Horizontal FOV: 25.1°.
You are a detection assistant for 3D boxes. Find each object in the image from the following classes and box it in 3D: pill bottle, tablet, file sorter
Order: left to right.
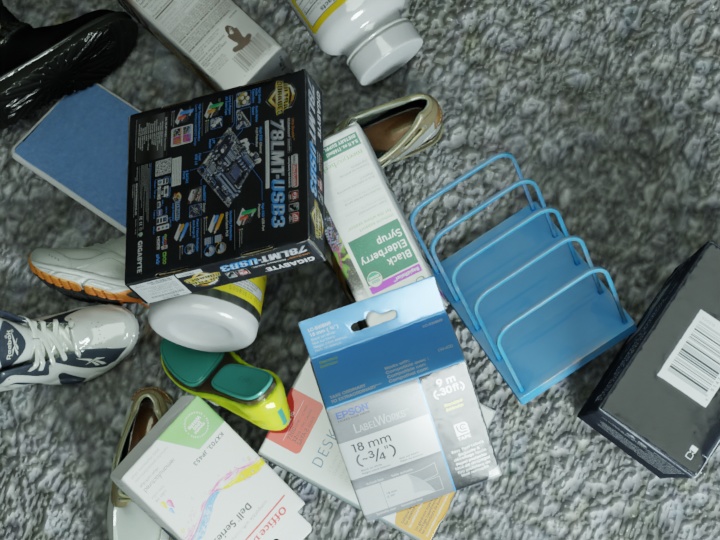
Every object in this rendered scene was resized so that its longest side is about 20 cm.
[{"bbox_3d":[-0.260,-0.117,1.730,0.199,0.014,0.130,33,64,13],"label":"tablet"},{"bbox_3d":[-0.145,-0.028,1.647,0.112,0.113,0.201,7,66,4],"label":"pill bottle"},{"bbox_3d":[-0.022,-0.301,1.722,0.111,0.111,0.201,-33,82,-2],"label":"pill bottle"},{"bbox_3d":[0.157,0.000,1.620,0.138,0.123,0.200,-32,49,-2],"label":"file sorter"}]

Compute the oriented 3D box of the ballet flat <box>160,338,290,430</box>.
[{"bbox_3d":[-0.138,0.118,1.667,0.067,0.067,0.200,-46,38,-18],"label":"ballet flat"}]

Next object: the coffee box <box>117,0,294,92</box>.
[{"bbox_3d":[-0.172,-0.262,1.724,0.200,0.114,0.080,43,86,9],"label":"coffee box"}]

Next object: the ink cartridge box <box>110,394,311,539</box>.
[{"bbox_3d":[-0.140,0.235,1.633,0.200,0.067,0.117,46,72,-12],"label":"ink cartridge box"}]

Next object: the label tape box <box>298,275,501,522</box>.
[{"bbox_3d":[0.038,0.126,1.556,0.143,0.063,0.201,-19,113,0],"label":"label tape box"}]

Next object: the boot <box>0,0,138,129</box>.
[{"bbox_3d":[-0.364,-0.261,1.752,0.210,0.080,0.158,-30,65,-17],"label":"boot"}]

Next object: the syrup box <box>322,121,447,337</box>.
[{"bbox_3d":[0.009,-0.037,1.611,0.078,0.081,0.201,-26,81,4],"label":"syrup box"}]

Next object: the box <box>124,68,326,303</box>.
[{"bbox_3d":[-0.132,-0.083,1.573,0.197,0.050,0.201,-13,60,17],"label":"box"}]

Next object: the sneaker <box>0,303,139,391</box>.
[{"bbox_3d":[-0.335,0.078,1.671,0.198,0.130,0.080,-7,83,5],"label":"sneaker"}]

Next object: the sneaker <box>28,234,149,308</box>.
[{"bbox_3d":[-0.250,-0.011,1.719,0.199,0.076,0.093,10,75,-3],"label":"sneaker"}]

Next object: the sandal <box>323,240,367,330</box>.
[{"bbox_3d":[0.000,0.000,1.680,0.081,0.055,0.201,-22,99,4],"label":"sandal"}]

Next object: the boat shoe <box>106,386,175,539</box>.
[{"bbox_3d":[-0.230,0.222,1.678,0.074,0.068,0.202,1,83,2],"label":"boat shoe"}]

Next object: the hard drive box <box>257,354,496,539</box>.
[{"bbox_3d":[0.018,0.170,1.668,0.199,0.077,0.157,26,83,7],"label":"hard drive box"}]

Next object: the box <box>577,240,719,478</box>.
[{"bbox_3d":[0.322,0.094,1.598,0.117,0.200,0.197,34,85,6],"label":"box"}]

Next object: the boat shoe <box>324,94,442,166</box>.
[{"bbox_3d":[-0.007,-0.130,1.706,0.199,0.068,0.075,-32,73,-3],"label":"boat shoe"}]
